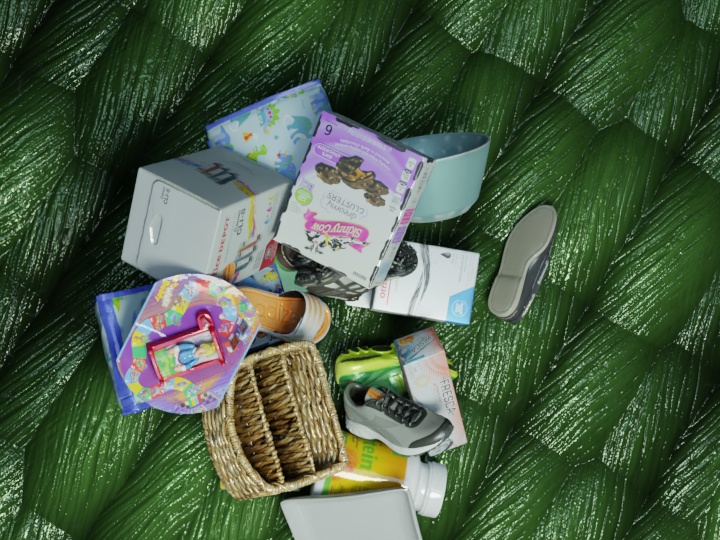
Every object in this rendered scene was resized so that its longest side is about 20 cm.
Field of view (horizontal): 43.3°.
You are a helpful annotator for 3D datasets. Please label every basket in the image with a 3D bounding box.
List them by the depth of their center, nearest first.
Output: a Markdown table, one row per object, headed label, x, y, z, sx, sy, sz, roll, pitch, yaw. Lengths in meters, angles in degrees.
| label | x | y | z | sx | sy | sz | roll | pitch | yaw |
| --- | --- | --- | --- | --- | --- | --- | --- | --- | --- |
| basket | -0.130 | 0.216 | 1.302 | 0.148 | 0.142 | 0.203 | -17 | 85 | 34 |

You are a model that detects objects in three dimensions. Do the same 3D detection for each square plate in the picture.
| label | x | y | z | sx | sy | sz | roll | pitch | yaw |
| --- | --- | --- | --- | --- | --- | --- | --- | --- | --- |
| square plate | -0.002 | 0.402 | 1.381 | 0.197 | 0.029 | 0.200 | -8 | 124 | 12 |

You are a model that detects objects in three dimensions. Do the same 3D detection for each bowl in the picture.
| label | x | y | z | sx | sy | sz | roll | pitch | yaw |
| --- | --- | --- | --- | --- | --- | --- | --- | --- | --- |
| bowl | 0.109 | -0.141 | 1.408 | 0.198 | 0.201 | 0.106 | -12 | 109 | -5 |

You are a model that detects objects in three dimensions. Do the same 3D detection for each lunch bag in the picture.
| label | x | y | z | sx | sy | sz | roll | pitch | yaw |
| --- | --- | --- | --- | --- | --- | --- | --- | --- | --- |
| lunch bag | -0.315 | 0.111 | 1.331 | 0.126 | 0.200 | 0.172 | -16 | 88 | 12 |
| lunch bag | -0.124 | -0.177 | 1.408 | 0.198 | 0.127 | 0.172 | -21 | 89 | -1 |

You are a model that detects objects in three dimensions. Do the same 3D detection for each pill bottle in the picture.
| label | x | y | z | sx | sy | sz | roll | pitch | yaw |
| --- | --- | --- | --- | --- | --- | --- | --- | --- | --- |
| pill bottle | 0.029 | 0.320 | 1.406 | 0.197 | 0.111 | 0.113 | 14 | 87 | -4 |

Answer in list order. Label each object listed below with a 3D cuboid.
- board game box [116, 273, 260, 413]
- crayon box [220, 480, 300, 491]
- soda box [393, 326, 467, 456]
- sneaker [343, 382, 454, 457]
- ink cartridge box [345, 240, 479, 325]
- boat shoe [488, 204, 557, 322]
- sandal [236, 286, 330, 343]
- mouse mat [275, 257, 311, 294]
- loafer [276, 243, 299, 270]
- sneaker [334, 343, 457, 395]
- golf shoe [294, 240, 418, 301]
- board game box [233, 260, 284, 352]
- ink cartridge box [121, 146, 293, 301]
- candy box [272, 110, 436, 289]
| label | x | y | z | sx | sy | sz | roll | pitch | yaw |
| --- | --- | --- | --- | --- | --- | --- | --- | --- | --- |
| board game box | -0.227 | 0.105 | 1.207 | 0.157 | 0.039 | 0.202 | 26 | 98 | -22 |
| crayon box | -0.152 | 0.239 | 1.426 | 0.124 | 0.052 | 0.203 | 3 | 88 | -4 |
| soda box | 0.108 | 0.187 | 1.390 | 0.068 | 0.064 | 0.202 | -19 | 124 | -3 |
| sneaker | 0.048 | 0.216 | 1.342 | 0.074 | 0.198 | 0.080 | -41 | 126 | -38 |
| ink cartridge box | 0.081 | 0.015 | 1.445 | 0.197 | 0.067 | 0.118 | 9 | 87 | -4 |
| boat shoe | 0.271 | -0.009 | 1.476 | 0.063 | 0.072 | 0.202 | 35 | 77 | -45 |
| sandal | -0.110 | 0.067 | 1.380 | 0.205 | 0.059 | 0.080 | 14 | 71 | -44 |
| mouse mat | -0.179 | 0.025 | 1.456 | 0.197 | 0.008 | 0.163 | -7 | 88 | -4 |
| loafer | -0.047 | -0.070 | 1.434 | 0.199 | 0.071 | 0.074 | -34 | 94 | -7 |
| sneaker | 0.055 | 0.164 | 1.445 | 0.197 | 0.074 | 0.085 | 0 | 117 | -9 |
| golf shoe | 0.000 | 0.000 | 1.395 | 0.197 | 0.095 | 0.079 | -4 | 58 | 20 |
| board game box | -0.190 | 0.059 | 1.368 | 0.034 | 0.199 | 0.137 | -17 | 91 | 39 |
| ink cartridge box | -0.216 | -0.072 | 1.295 | 0.143 | 0.200 | 0.147 | 26 | 116 | 18 |
| candy box | -0.010 | -0.101 | 1.297 | 0.166 | 0.071 | 0.202 | 26 | 102 | 14 |
